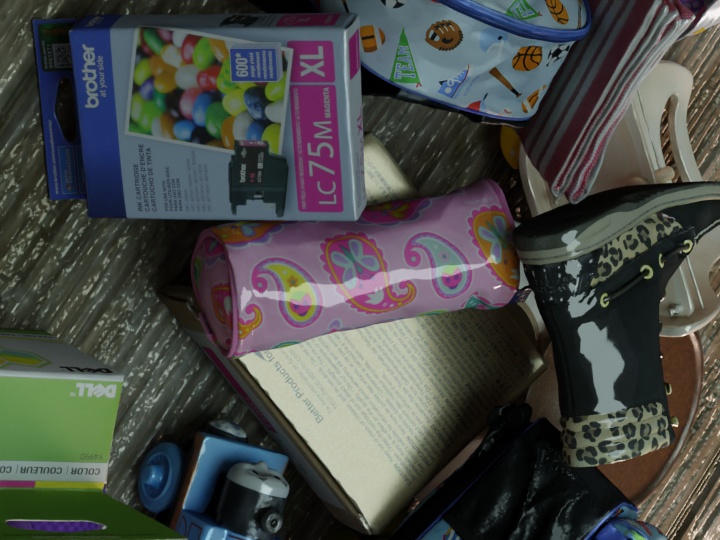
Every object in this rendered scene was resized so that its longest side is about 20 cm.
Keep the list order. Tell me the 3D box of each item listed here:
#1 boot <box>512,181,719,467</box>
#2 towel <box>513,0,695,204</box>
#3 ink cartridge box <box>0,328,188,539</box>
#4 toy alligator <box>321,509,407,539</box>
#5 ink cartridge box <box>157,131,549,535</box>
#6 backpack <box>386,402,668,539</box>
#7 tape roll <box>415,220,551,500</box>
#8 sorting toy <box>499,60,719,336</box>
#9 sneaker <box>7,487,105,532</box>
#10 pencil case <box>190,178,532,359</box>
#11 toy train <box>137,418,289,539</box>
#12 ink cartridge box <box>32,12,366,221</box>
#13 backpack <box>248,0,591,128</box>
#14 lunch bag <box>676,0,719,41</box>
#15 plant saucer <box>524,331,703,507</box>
[{"bbox_3d":[0.172,0.028,1.641,0.203,0.073,0.154,-18,100,-51],"label":"boot"},{"bbox_3d":[0.133,-0.151,1.648,0.030,0.200,0.147,15,119,-26],"label":"towel"},{"bbox_3d":[-0.201,0.092,1.511,0.147,0.200,0.076,5,101,-36],"label":"ink cartridge box"},{"bbox_3d":[-0.008,0.215,1.775,0.200,0.054,0.060,-26,117,-27],"label":"toy alligator"},{"bbox_3d":[-0.004,0.038,1.678,0.165,0.075,0.200,-41,106,-14],"label":"ink cartridge box"},{"bbox_3d":[0.084,0.199,1.686,0.200,0.135,0.183,-45,167,0],"label":"backpack"},{"bbox_3d":[0.071,0.060,1.798,0.202,0.037,0.204,-10,109,-32],"label":"tape roll"},{"bbox_3d":[0.198,-0.064,1.808,0.180,0.107,0.201,-22,96,-51],"label":"sorting toy"},{"bbox_3d":[-0.198,0.214,1.620,0.080,0.088,0.201,21,90,-36],"label":"sneaker"},{"bbox_3d":[0.000,0.000,1.595,0.199,0.087,0.088,-10,109,-22],"label":"pencil case"},{"bbox_3d":[-0.102,0.197,1.666,0.086,0.114,0.201,18,93,-38],"label":"toy train"},{"bbox_3d":[-0.098,-0.090,1.554,0.042,0.199,0.120,-57,147,-66],"label":"ink cartridge box"},{"bbox_3d":[0.052,-0.182,1.604,0.199,0.191,0.154,4,135,-35],"label":"backpack"},{"bbox_3d":[0.231,-0.227,1.726,0.169,0.200,0.128,-22,115,-28],"label":"lunch bag"},{"bbox_3d":[0.184,0.098,1.859,0.200,0.034,0.201,-28,129,-41],"label":"plant saucer"}]
